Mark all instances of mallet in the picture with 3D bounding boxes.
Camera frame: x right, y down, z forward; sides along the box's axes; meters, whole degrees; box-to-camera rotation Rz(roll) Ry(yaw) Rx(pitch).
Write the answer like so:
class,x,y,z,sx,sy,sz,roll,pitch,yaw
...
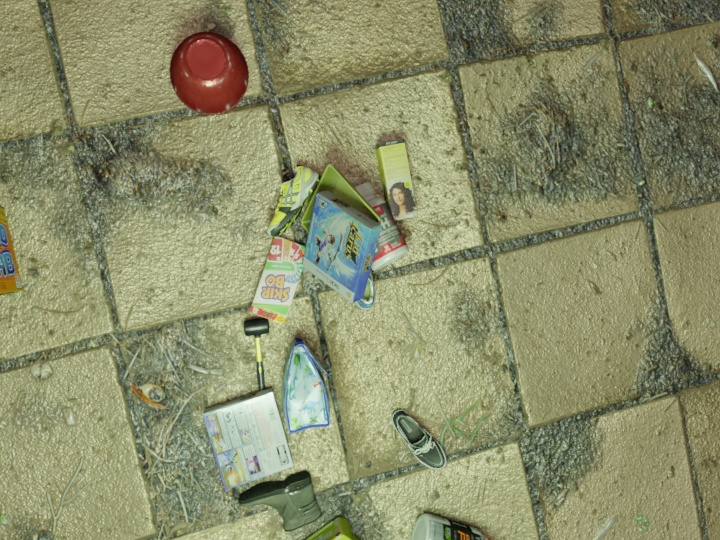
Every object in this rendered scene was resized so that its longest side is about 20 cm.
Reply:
class,x,y,z,sx,sy,sz,roll,pitch,yaw
mallet,-0.265,0.221,1.530,0.064,0.041,0.205,2,94,-11

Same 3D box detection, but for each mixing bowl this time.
class,x,y,z,sx,sy,sz,roll,pitch,yaw
mixing bowl,-0.369,-0.493,1.472,0.195,0.108,0.206,0,90,-10

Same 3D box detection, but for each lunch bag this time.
class,x,y,z,sx,sy,sz,roll,pitch,yaw
lunch bag,-0.137,0.270,1.482,0.124,0.170,0.205,-10,90,-9

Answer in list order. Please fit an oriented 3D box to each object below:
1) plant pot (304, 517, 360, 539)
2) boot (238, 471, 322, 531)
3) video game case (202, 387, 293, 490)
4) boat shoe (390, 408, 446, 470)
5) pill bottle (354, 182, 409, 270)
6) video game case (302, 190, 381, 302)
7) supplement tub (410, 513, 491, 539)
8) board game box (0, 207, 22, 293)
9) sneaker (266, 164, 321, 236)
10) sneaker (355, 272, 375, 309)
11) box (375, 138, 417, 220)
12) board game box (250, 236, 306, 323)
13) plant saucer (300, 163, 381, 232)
class,x,y,z,sx,sy,sz,roll,pitch,yaw
plant pot,-0.064,0.741,1.488,0.197,0.200,0.184,-31,89,-7
boot,-0.200,0.599,1.529,0.195,0.068,0.134,-13,98,-8
video game case,-0.278,0.417,1.514,0.177,0.045,0.205,-16,98,-10
boat shoe,0.158,0.446,1.584,0.073,0.068,0.201,-37,96,-7
pill bottle,0.034,-0.113,1.535,0.109,0.111,0.203,-26,86,-8
video game case,-0.049,-0.057,1.445,0.045,0.180,0.204,-22,136,-46
supplement tub,0.238,0.716,1.572,0.196,0.122,0.125,19,87,-10
board game box,-0.902,-0.028,1.335,0.195,0.200,0.205,-13,93,-9
sneaker,-0.179,-0.174,1.530,0.076,0.075,0.202,34,74,-1
sneaker,0.000,0.000,1.552,0.074,0.077,0.204,-18,90,-7
box,0.093,-0.233,1.581,0.074,0.050,0.205,-12,92,-10
board game box,-0.204,0.024,1.532,0.094,0.030,0.204,19,82,-9
plant saucer,-0.040,-0.124,1.487,0.047,0.201,0.201,-21,62,-45
